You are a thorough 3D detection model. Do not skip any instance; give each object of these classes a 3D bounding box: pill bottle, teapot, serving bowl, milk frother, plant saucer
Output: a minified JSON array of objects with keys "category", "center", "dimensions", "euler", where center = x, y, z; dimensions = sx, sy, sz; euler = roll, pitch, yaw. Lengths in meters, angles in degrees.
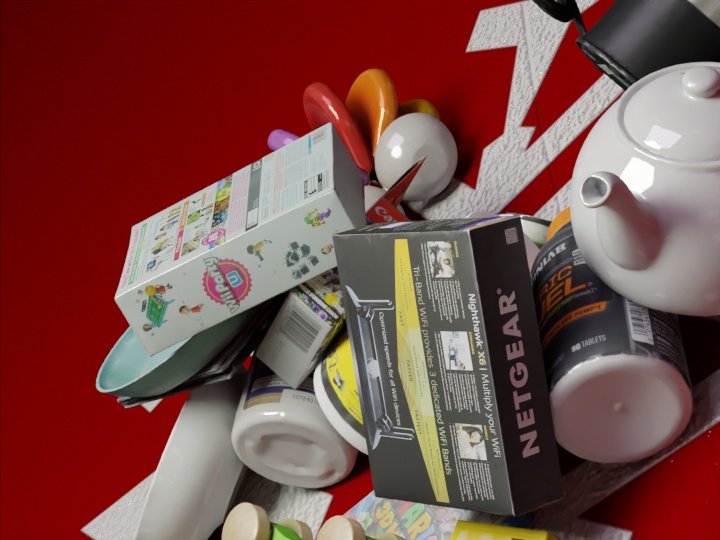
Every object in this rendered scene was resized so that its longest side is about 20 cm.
[{"category":"pill bottle","center":[0.059,0.050,1.489],"dimensions":[0.200,0.112,0.113],"euler":[-49,25,30]},{"category":"teapot","center":[0.238,-0.078,1.292],"dimensions":[0.195,0.147,0.201],"euler":[-6,39,1]},{"category":"pill bottle","center":[-0.040,0.080,1.644],"dimensions":[0.111,0.111,0.201],"euler":[-27,37,40]},{"category":"serving bowl","center":[-0.137,0.175,1.681],"dimensions":[0.200,0.065,0.202],"euler":[22,-90,-88]},{"category":"milk frother","center":[0.237,-0.250,1.507],"dimensions":[0.188,0.200,0.181],"euler":[-50,23,5]},{"category":"plant saucer","center":[-0.144,0.045,1.619],"dimensions":[0.200,0.036,0.200],"euler":[-38,17,14]},{"category":"pill bottle","center":[0.178,0.035,1.363],"dimensions":[0.106,0.106,0.201],"euler":[-38,30,26]}]

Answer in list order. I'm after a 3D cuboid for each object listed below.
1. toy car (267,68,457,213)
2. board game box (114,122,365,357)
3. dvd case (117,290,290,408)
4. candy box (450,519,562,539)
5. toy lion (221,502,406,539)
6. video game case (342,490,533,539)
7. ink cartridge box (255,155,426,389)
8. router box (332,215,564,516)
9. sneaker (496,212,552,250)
[{"category":"toy car","center":[-0.018,-0.100,1.777],"dimensions":[0.201,0.150,0.175],"euler":[-55,28,-5]},{"category":"board game box","center":[-0.095,-0.027,1.528],"dimensions":[0.199,0.065,0.148],"euler":[-25,22,11]},{"category":"dvd case","center":[-0.125,0.053,1.649],"dimensions":[0.199,0.016,0.149],"euler":[-18,28,55]},{"category":"candy box","center":[0.071,0.275,1.319],"dimensions":[0.102,0.026,0.201],"euler":[-4,58,54]},{"category":"toy lion","center":[-0.046,0.286,1.439],"dimensions":[0.199,0.068,0.193],"euler":[-1,70,51]},{"category":"video game case","center":[0.048,0.202,1.466],"dimensions":[0.200,0.018,0.144],"euler":[-41,29,21]},{"category":"ink cartridge box","center":[0.000,0.000,1.570],"dimensions":[0.200,0.050,0.109],"euler":[-46,-8,-36]},{"category":"router box","center":[0.060,0.065,1.323],"dimensions":[0.157,0.052,0.202],"euler":[0,102,53]},{"category":"sneaker","center":[0.090,0.016,1.570],"dimensions":[0.199,0.077,0.089],"euler":[-23,51,49]}]
